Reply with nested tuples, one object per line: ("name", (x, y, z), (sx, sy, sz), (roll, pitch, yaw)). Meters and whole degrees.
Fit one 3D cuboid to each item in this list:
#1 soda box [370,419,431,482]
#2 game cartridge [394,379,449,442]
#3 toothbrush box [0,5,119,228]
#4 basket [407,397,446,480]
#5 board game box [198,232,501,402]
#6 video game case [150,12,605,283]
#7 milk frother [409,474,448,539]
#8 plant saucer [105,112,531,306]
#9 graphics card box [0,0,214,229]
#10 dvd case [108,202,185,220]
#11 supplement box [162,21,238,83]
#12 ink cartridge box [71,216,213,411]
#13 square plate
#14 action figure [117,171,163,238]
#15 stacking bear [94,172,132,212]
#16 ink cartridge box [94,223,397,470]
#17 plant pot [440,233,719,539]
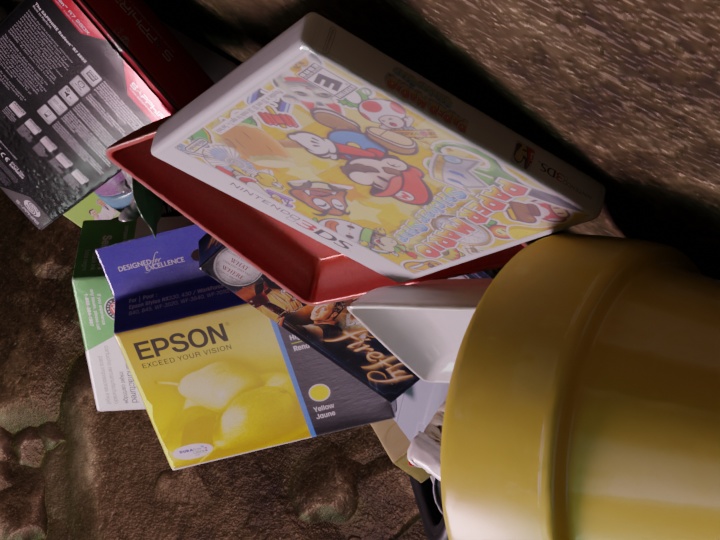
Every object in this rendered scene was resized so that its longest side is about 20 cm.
("soda box", (0.024, 0.091, 1.257), (0.064, 0.067, 0.201), (41, -166, -53))
("game cartridge", (0.019, 0.042, 1.139), (0.200, 0.040, 0.134), (51, 146, 29))
("toothbrush box", (-0.300, -0.144, 1.296), (0.199, 0.086, 0.146), (36, -161, -32))
("basket", (0.171, 0.144, 1.064), (0.197, 0.162, 0.200), (31, 173, 22))
("board game box", (0.000, 0.000, 0.986), (0.199, 0.135, 0.035), (36, -155, -30))
("video game case", (0.001, -0.054, 0.730), (0.180, 0.023, 0.199), (27, 158, -22))
("milk frother", (0.145, 0.171, 1.357), (0.197, 0.183, 0.189), (-7, -150, -9))
("plant saucer", (-0.021, -0.054, 0.832), (0.198, 0.037, 0.200), (-12, 141, 40))
("graphics card box", (-0.198, -0.117, 0.914), (0.126, 0.051, 0.199), (48, 136, -14))
("dvd case", (-0.119, -0.029, 1.231), (0.149, 0.025, 0.199), (-16, 161, 37))
("supplement box", (-0.103, -0.103, 1.018), (0.108, 0.061, 0.200), (31, 173, 12))
("ink cartridge box", (-0.127, 0.034, 1.133), (0.197, 0.148, 0.084), (-3, -144, -1))
("square plate", (0.112, 0.041, 0.897), (0.197, 0.029, 0.198), (-1, 162, 18))
("action figure", (-0.192, -0.135, 1.015), (0.119, 0.054, 0.202), (-110, 5, -54))
("stacking bear", (-0.174, -0.093, 1.232), (0.121, 0.115, 0.199), (27, 176, 44))
("ink cartridge box", (-0.087, 0.053, 1.070), (0.047, 0.195, 0.202), (-93, -12, -54))
("plant pot", (0.169, 0.089, 0.669), (0.187, 0.203, 0.201), (7, 158, 37))
